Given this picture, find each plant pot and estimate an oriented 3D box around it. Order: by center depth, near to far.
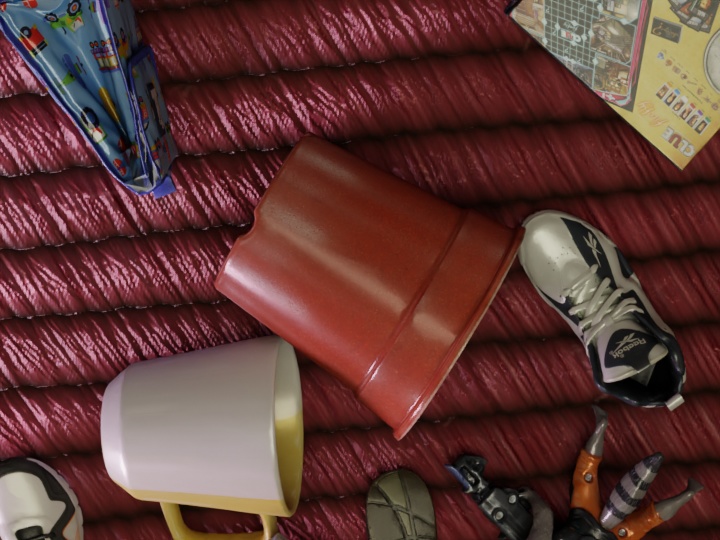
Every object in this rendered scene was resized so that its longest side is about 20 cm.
[{"bbox_3d":[0.000,0.000,1.503,0.195,0.201,0.201,32,100,0],"label":"plant pot"}]

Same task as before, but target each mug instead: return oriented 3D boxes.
[{"bbox_3d":[-0.132,0.150,1.548,0.152,0.149,0.188,-3,89,6],"label":"mug"}]

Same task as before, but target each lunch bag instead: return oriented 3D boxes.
[{"bbox_3d":[-0.202,-0.146,1.469,0.094,0.151,0.201,-25,103,3],"label":"lunch bag"}]

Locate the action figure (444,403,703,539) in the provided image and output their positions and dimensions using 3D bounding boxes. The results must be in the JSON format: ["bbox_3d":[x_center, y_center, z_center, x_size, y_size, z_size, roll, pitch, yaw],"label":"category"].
[{"bbox_3d":[0.172,0.213,1.598,0.200,0.105,0.194,37,90,-12],"label":"action figure"}]

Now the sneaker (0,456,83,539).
[{"bbox_3d":[-0.269,0.256,1.600,0.073,0.080,0.201,-18,102,4],"label":"sneaker"}]

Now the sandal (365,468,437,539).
[{"bbox_3d":[0.033,0.274,1.634,0.081,0.055,0.202,-6,89,-7],"label":"sandal"}]

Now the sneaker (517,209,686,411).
[{"bbox_3d":[0.207,0.040,1.542,0.079,0.130,0.200,-32,102,4],"label":"sneaker"}]

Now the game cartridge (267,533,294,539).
[{"bbox_3d":[-0.084,0.329,1.594,0.133,0.042,0.200,38,108,-13],"label":"game cartridge"}]

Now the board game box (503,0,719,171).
[{"bbox_3d":[0.235,-0.198,1.535,0.200,0.035,0.136,40,98,-11],"label":"board game box"}]
